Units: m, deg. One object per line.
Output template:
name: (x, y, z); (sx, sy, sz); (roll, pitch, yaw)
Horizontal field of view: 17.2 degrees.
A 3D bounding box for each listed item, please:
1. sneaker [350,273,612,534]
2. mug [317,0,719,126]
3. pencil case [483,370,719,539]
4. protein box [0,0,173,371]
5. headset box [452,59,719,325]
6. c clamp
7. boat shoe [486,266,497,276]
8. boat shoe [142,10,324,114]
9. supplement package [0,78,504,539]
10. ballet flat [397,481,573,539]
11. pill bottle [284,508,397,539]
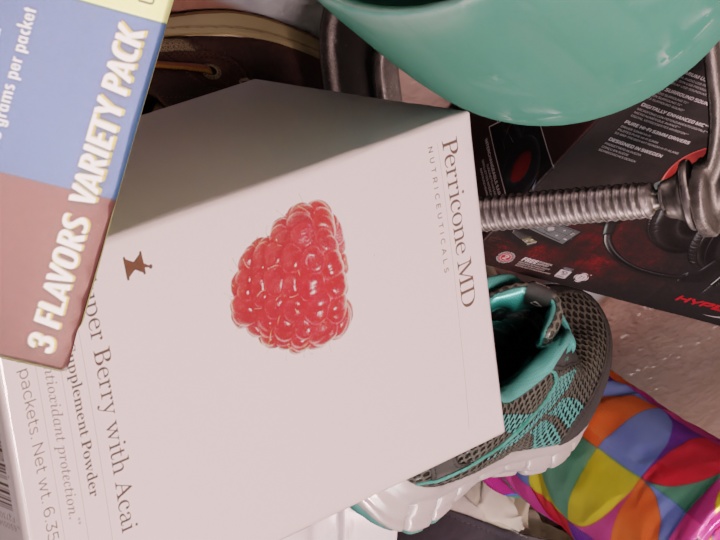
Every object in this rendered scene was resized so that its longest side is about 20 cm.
sneaker: (0.063, 0.038, 0.976); (0.091, 0.078, 0.200); (-53, 167, 32)
mug: (0.051, -0.132, 0.781); (0.153, 0.185, 0.114); (-55, 137, 3)
pencil case: (0.124, 0.100, 1.057); (0.088, 0.200, 0.089); (-11, 116, -23)
protein box: (-0.167, -0.085, 0.621); (0.198, 0.199, 0.136); (14, 101, -19)
headset box: (0.147, -0.073, 0.932); (0.148, 0.075, 0.200); (14, 138, -30)
c clamp: (0.059, -0.046, 0.866); (0.199, 0.172, 0.027); (-10, -179, 27)
boat shoe: (0.000, 0.000, 1.021); (0.073, 0.063, 0.200); (-54, 149, 3)
boat shoe: (-0.080, -0.056, 0.896); (0.199, 0.072, 0.072); (11, 140, -30)
supplement package: (-0.065, 0.021, 0.789); (0.199, 0.119, 0.122); (-22, 112, -38)
ballet flat: (0.070, 0.132, 1.204); (0.199, 0.074, 0.073); (18, 136, -43)
pill bottle: (-0.090, 0.102, 1.002); (0.198, 0.114, 0.113); (-3, 144, -15)
